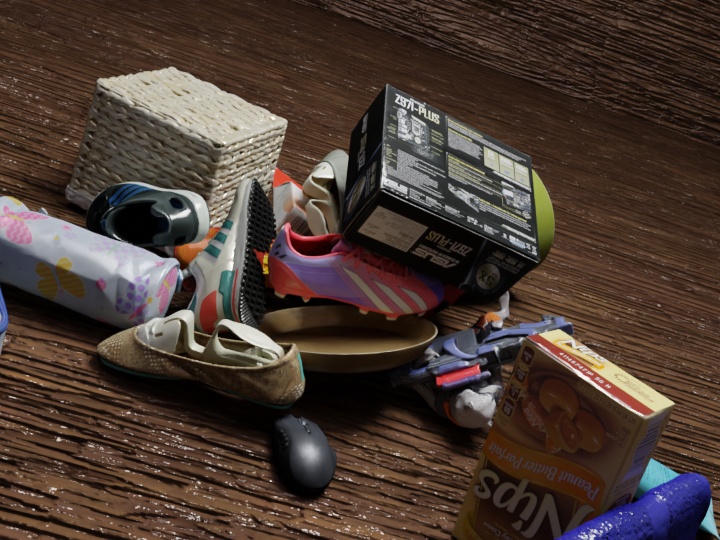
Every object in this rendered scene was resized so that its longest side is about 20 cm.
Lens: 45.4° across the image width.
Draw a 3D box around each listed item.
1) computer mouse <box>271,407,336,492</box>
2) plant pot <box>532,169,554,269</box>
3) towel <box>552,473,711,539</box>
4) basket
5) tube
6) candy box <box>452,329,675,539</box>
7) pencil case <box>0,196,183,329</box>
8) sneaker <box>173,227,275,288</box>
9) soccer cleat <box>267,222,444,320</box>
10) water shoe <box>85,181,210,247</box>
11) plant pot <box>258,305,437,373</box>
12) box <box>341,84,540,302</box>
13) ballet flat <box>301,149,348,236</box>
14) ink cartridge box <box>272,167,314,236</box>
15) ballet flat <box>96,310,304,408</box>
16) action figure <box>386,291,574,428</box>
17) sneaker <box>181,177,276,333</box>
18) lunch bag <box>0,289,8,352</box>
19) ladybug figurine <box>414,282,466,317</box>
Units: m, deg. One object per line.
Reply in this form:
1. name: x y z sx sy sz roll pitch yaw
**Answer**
1. computer mouse: -0.060 0.131 0.809 0.058 0.034 0.201 10 26 -20
2. plant pot: 0.130 -0.050 1.179 0.199 0.189 0.187 -24 47 -36
3. towel: 0.192 0.240 0.654 0.198 0.150 0.049 -6 17 -43
4. basket: -0.222 -0.137 1.080 0.198 0.162 0.198 27 25 11
5. tube: 0.283 0.209 0.903 0.198 0.051 0.078 28 29 4
6. candy box: 0.157 0.165 0.697 0.055 0.202 0.115 -5 30 -43
7. pencil case: -0.280 -0.004 0.855 0.198 0.084 0.091 21 20 1
8. sneaker: -0.114 -0.014 0.989 0.198 0.074 0.077 6 -11 -23
9. soccer cleat: 0.000 0.000 0.910 0.197 0.077 0.067 8 32 -12
10. water shoe: -0.250 -0.060 0.926 0.198 0.073 0.078 0 7 38
11. plant pot: -0.019 0.071 0.892 0.197 0.028 0.200 2 10 0
12. box: 0.088 -0.083 0.937 0.198 0.086 0.165 22 47 -20
13. ballet flat: -0.038 -0.083 1.018 0.063 0.068 0.201 18 39 -29
14. ink cartridge box: -0.040 -0.066 1.141 0.162 0.050 0.201 36 23 -22
15. ballet flat: -0.145 0.071 0.795 0.197 0.066 0.071 11 22 2
16. action figure: 0.137 0.098 0.932 0.198 0.106 0.194 -13 27 16
17. sneaker: -0.147 -0.018 0.914 0.092 0.071 0.202 -11 50 14
18. lunch bag: -0.398 0.034 0.701 0.198 0.076 0.160 5 27 -33
19. ladybug figurine: 0.085 -0.005 1.023 0.199 0.137 0.072 -31 40 -26
